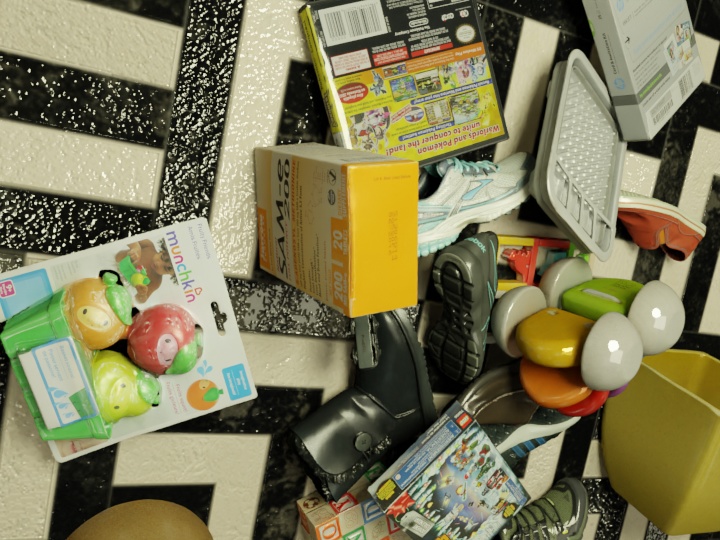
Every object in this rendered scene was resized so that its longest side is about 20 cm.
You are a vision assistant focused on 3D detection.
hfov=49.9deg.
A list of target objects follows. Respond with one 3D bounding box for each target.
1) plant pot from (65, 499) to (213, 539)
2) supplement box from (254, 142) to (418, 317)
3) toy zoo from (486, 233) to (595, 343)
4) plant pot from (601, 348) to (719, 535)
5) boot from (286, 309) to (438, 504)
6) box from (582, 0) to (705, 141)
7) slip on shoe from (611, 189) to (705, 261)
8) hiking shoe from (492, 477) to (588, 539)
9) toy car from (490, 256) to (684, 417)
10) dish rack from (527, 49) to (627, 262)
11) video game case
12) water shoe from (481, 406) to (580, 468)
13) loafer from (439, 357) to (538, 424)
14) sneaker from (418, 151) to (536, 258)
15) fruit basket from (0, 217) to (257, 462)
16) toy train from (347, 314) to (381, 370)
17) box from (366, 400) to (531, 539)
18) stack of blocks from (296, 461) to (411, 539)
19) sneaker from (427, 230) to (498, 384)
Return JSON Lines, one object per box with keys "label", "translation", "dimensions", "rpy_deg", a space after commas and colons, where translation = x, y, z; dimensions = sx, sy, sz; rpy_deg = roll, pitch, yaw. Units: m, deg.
{"label": "plant pot", "translation": [-0.195, 0.353, 0.730], "dimensions": [0.183, 0.199, 0.191], "rpy_deg": [-8, 107, -26]}
{"label": "supplement box", "translation": [-0.029, -0.046, 0.717], "dimensions": [0.072, 0.199, 0.129], "rpy_deg": [-8, 105, -28]}
{"label": "toy zoo", "translation": [0.206, 0.024, 0.961], "dimensions": [0.196, 0.020, 0.135], "rpy_deg": [2, 101, -28]}
{"label": "plant pot", "translation": [0.446, 0.240, 1.049], "dimensions": [0.190, 0.195, 0.205], "rpy_deg": [6, 106, -28]}
{"label": "boot", "translation": [-0.007, 0.139, 0.845], "dimensions": [0.166, 0.076, 0.204], "rpy_deg": [-31, 121, -22]}
{"label": "box", "translation": [0.341, -0.283, 0.925], "dimensions": [0.156, 0.041, 0.202], "rpy_deg": [-43, 120, -28]}
{"label": "slip on shoe", "translation": [0.375, -0.059, 1.003], "dimensions": [0.197, 0.074, 0.062], "rpy_deg": [18, 97, -35]}
{"label": "hiking shoe", "translation": [0.220, 0.345, 1.016], "dimensions": [0.200, 0.075, 0.101], "rpy_deg": [-47, 122, -9]}
{"label": "toy car", "translation": [0.258, 0.086, 0.882], "dimensions": [0.198, 0.173, 0.153], "rpy_deg": [-27, 119, -32]}
{"label": "dish rack", "translation": [0.250, -0.128, 0.892], "dimensions": [0.171, 0.043, 0.204], "rpy_deg": [35, 62, -41]}
{"label": "video game case", "translation": [0.050, -0.200, 0.801], "dimensions": [0.196, 0.025, 0.185], "rpy_deg": [-19, 98, -23]}
{"label": "water shoe", "translation": [0.193, 0.206, 0.985], "dimensions": [0.196, 0.072, 0.080], "rpy_deg": [-13, 136, -26]}
{"label": "loafer", "translation": [0.179, 0.150, 0.921], "dimensions": [0.197, 0.073, 0.072], "rpy_deg": [-21, 71, -33]}
{"label": "sneaker", "translation": [0.114, -0.093, 0.853], "dimensions": [0.198, 0.077, 0.088], "rpy_deg": [-31, 111, -18]}
{"label": "fruit basket", "translation": [-0.209, 0.068, 0.698], "dimensions": [0.195, 0.094, 0.189], "rpy_deg": [-14, 110, -3]}
{"label": "toy train", "translation": [0.000, 0.000, 0.801], "dimensions": [0.033, 0.046, 0.205], "rpy_deg": [-6, 81, 7]}
{"label": "box", "translation": [0.107, 0.254, 0.876], "dimensions": [0.137, 0.040, 0.201], "rpy_deg": [-43, 132, -5]}
{"label": "stack of blocks", "translation": [0.004, 0.346, 0.913], "dimensions": [0.113, 0.058, 0.204], "rpy_deg": [-20, 111, -22]}
{"label": "sneaker", "translation": [0.126, 0.046, 0.877], "dimensions": [0.079, 0.075, 0.203], "rpy_deg": [-39, 144, -36]}
